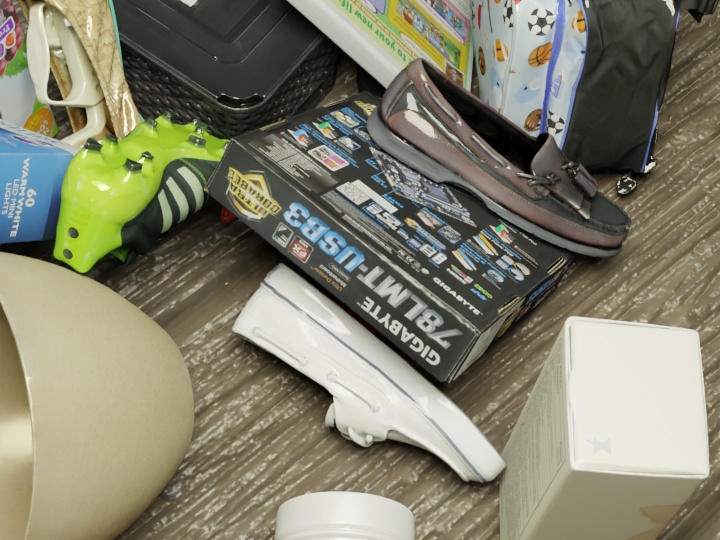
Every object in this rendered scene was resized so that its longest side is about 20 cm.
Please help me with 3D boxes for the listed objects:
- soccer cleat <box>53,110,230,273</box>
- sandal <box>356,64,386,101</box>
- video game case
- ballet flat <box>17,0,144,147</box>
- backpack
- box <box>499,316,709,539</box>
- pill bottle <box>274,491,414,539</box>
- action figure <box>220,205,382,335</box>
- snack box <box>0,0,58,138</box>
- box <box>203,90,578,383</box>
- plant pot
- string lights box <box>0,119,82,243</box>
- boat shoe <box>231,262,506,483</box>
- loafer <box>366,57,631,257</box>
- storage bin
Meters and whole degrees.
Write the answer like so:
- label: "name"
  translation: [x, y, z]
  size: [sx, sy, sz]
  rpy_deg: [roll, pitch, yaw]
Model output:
- label: "soccer cleat"
  translation: [-0.134, -0.050, 0.929]
  size: [0.067, 0.081, 0.200]
  rpy_deg: [28, 19, 13]
- label: "sandal"
  translation: [0.023, -0.214, 1.123]
  size: [0.076, 0.043, 0.201]
  rpy_deg: [-7, 64, -10]
- label: "video game case"
  translation: [0.018, -0.218, 1.059]
  size: [0.200, 0.022, 0.183]
  rpy_deg: [37, 48, -39]
- label: "ballet flat"
  translation: [-0.183, -0.107, 0.983]
  size: [0.065, 0.070, 0.201]
  rpy_deg: [-28, 106, -38]
- label: "backpack"
  translation: [0.154, -0.184, 1.053]
  size: [0.153, 0.201, 0.191]
  rpy_deg: [5, 49, -5]
- label: "box"
  translation: [0.138, 0.115, 0.874]
  size: [0.077, 0.200, 0.096]
  rpy_deg: [5, 62, -4]
- label: "pill bottle"
  translation: [-0.013, 0.237, 0.843]
  size: [0.111, 0.112, 0.201]
  rpy_deg: [5, 62, -4]
- label: "action figure"
  translation: [0.000, 0.000, 1.006]
  size: [0.200, 0.052, 0.066]
  rpy_deg: [36, 69, 9]
- label: "snack box"
  translation: [-0.294, -0.080, 0.958]
  size: [0.053, 0.143, 0.200]
  rpy_deg: [29, 63, 20]
- label: "box"
  translation: [0.028, -0.032, 0.969]
  size: [0.200, 0.050, 0.198]
  rpy_deg: [38, 27, 11]
- label: "plant pot"
  translation: [-0.179, 0.084, 0.877]
  size: [0.134, 0.200, 0.201]
  rpy_deg: [-4, 60, -38]
- label: "string lights box"
  translation: [-0.255, -0.055, 0.862]
  size: [0.102, 0.200, 0.059]
  rpy_deg: [19, 102, 27]
- label: "boat shoe"
  translation: [0.003, 0.081, 0.959]
  size: [0.200, 0.074, 0.065]
  rpy_deg: [39, 86, 13]
- label: "loafer"
  translation: [0.103, -0.075, 0.995]
  size: [0.199, 0.063, 0.072]
  rpy_deg: [26, 28, -9]
- label: "storage bin"
  translation: [-0.123, -0.180, 1.061]
  size: [0.199, 0.094, 0.135]
  rpy_deg: [34, 64, 10]
